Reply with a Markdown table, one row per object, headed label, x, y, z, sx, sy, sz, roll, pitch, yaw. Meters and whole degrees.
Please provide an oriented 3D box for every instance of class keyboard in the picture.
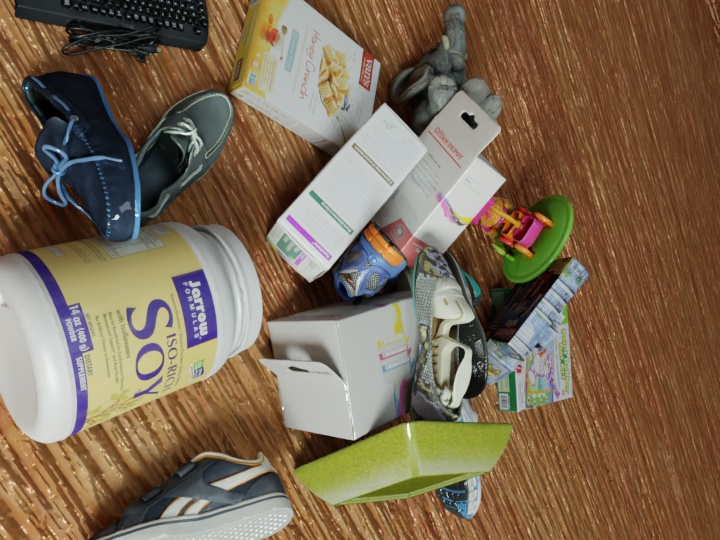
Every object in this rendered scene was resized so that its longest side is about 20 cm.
| label | x | y | z | sx | sy | sz | roll | pitch | yaw |
| --- | --- | --- | --- | --- | --- | --- | --- | --- | --- |
| keyboard | -0.229 | -0.259 | 0.611 | 0.197 | 0.039 | 0.107 | -8 | 90 | -44 |

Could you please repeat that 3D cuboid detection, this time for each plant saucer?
| label | x | y | z | sx | sy | sz | roll | pitch | yaw |
| --- | --- | --- | --- | --- | --- | --- | --- | --- | --- |
| plant saucer | 0.054 | 0.228 | 0.724 | 0.197 | 0.198 | 0.049 | 14 | 54 | -42 |

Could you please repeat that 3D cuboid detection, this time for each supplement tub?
| label | x | y | z | sx | sy | sz | roll | pitch | yaw |
| --- | --- | --- | --- | --- | --- | --- | --- | --- | --- |
| supplement tub | -0.197 | 0.040 | 0.534 | 0.197 | 0.143 | 0.150 | -19 | 98 | -44 |

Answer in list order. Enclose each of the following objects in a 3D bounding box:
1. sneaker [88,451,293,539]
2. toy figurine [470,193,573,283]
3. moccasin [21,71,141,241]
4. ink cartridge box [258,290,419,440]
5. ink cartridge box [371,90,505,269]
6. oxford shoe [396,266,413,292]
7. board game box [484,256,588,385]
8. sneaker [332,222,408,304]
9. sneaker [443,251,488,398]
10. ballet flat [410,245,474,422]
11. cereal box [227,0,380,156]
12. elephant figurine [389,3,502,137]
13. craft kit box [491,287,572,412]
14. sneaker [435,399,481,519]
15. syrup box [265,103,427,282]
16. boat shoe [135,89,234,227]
| label | x | y | z | sx | sy | sz | roll | pitch | yaw |
| --- | --- | --- | --- | --- | --- | --- | --- | --- | --- |
| sneaker | -0.167 | 0.230 | 0.596 | 0.196 | 0.080 | 0.080 | -4 | 44 | -32 |
| toy figurine | 0.197 | -0.099 | 0.963 | 0.182 | 0.200 | 0.152 | 30 | 98 | -18 |
| moccasin | -0.236 | -0.093 | 0.518 | 0.067 | 0.201 | 0.082 | -4 | 131 | -38 |
| ink cartridge box | -0.008 | 0.105 | 0.729 | 0.197 | 0.127 | 0.129 | -13 | 95 | -44 |
| ink cartridge box | 0.104 | -0.113 | 0.801 | 0.067 | 0.201 | 0.117 | 24 | 25 | -38 |
| oxford shoe | 0.065 | 0.081 | 0.854 | 0.075 | 0.056 | 0.206 | -82 | 161 | -88 |
| board game box | 0.245 | 0.082 | 0.938 | 0.061 | 0.200 | 0.201 | 37 | 87 | 0 |
| sneaker | 0.000 | 0.000 | 0.735 | 0.078 | 0.200 | 0.076 | -40 | 83 | -6 |
| sneaker | 0.136 | 0.074 | 0.883 | 0.120 | 0.082 | 0.206 | 16 | 59 | -70 |
| ballet flat | 0.096 | 0.072 | 0.700 | 0.071 | 0.071 | 0.207 | 13 | 76 | -43 |
| cereal box | -0.061 | -0.241 | 0.776 | 0.197 | 0.039 | 0.148 | 23 | 71 | -41 |
| elephant figurine | 0.115 | -0.260 | 0.905 | 0.143 | 0.151 | 0.203 | 74 | -4 | -50 |
| craft kit box | 0.305 | 0.132 | 1.100 | 0.195 | 0.048 | 0.206 | 1 | 85 | -48 |
| sneaker | 0.149 | 0.253 | 0.911 | 0.086 | 0.074 | 0.206 | -9 | 92 | -50 |
| syrup box | -0.016 | -0.090 | 0.733 | 0.081 | 0.079 | 0.201 | 43 | 69 | -6 |
| boat shoe | -0.181 | -0.116 | 0.626 | 0.073 | 0.061 | 0.202 | 53 | 53 | -27 |
